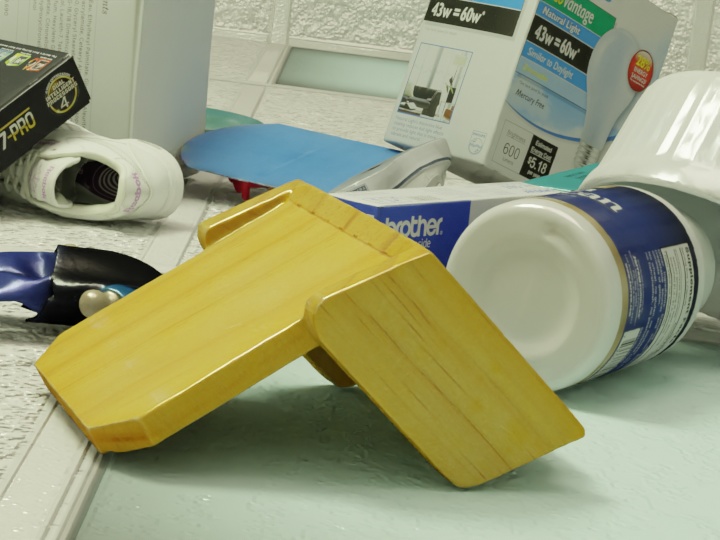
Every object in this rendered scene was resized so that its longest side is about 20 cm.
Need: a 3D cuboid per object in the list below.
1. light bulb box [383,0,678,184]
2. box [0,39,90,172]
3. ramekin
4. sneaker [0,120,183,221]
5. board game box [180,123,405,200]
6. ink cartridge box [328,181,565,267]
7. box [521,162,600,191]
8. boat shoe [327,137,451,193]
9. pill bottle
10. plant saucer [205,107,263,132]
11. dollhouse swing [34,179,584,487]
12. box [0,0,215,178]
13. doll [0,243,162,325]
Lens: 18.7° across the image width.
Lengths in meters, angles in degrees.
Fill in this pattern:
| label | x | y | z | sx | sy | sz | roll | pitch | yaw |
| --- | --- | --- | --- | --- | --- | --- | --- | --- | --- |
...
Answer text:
| label | x | y | z | sx | sy | sz | roll | pitch | yaw |
| --- | --- | --- | --- | --- | --- | --- | --- | --- | --- |
| light bulb box | 0.150 | -0.168 | 1.894 | 0.124 | 0.201 | 0.198 | 17 | -3 | 43 |
| box | -0.325 | -0.116 | 1.637 | 0.199 | 0.049 | 0.161 | 17 | 49 | 42 |
| ramekin | 0.253 | -0.046 | 1.458 | 0.199 | 0.098 | 0.201 | 25 | -18 | 9 |
| sneaker | -0.235 | -0.083 | 1.637 | 0.199 | 0.075 | 0.100 | 11 | 10 | 21 |
| board game box | -0.053 | -0.076 | 1.830 | 0.199 | 0.039 | 0.158 | 14 | 22 | 25 |
| ink cartridge box | 0.052 | -0.002 | 1.345 | 0.044 | 0.095 | 0.199 | 15 | 13 | 37 |
| box | 0.166 | -0.030 | 1.613 | 0.049 | 0.083 | 0.200 | 10 | 10 | 22 |
| boat shoe | 0.029 | -0.053 | 1.696 | 0.073 | 0.066 | 0.200 | -23 | 4 | 26 |
| pill bottle | 0.141 | 0.006 | 1.313 | 0.110 | 0.112 | 0.200 | 13 | 11 | 28 |
| plant saucer | -0.194 | -0.142 | 2.130 | 0.199 | 0.028 | 0.200 | 8 | 10 | -1 |
| dollhouse swing | -0.031 | 0.063 | 1.096 | 0.182 | 0.176 | 0.200 | 48 | -7 | -23 |
| box | -0.213 | -0.175 | 1.810 | 0.130 | 0.202 | 0.199 | 7 | 10 | 13 |
| doll | -0.169 | 0.009 | 1.255 | 0.198 | 0.049 | 0.136 | 5 | 11 | -10 |
